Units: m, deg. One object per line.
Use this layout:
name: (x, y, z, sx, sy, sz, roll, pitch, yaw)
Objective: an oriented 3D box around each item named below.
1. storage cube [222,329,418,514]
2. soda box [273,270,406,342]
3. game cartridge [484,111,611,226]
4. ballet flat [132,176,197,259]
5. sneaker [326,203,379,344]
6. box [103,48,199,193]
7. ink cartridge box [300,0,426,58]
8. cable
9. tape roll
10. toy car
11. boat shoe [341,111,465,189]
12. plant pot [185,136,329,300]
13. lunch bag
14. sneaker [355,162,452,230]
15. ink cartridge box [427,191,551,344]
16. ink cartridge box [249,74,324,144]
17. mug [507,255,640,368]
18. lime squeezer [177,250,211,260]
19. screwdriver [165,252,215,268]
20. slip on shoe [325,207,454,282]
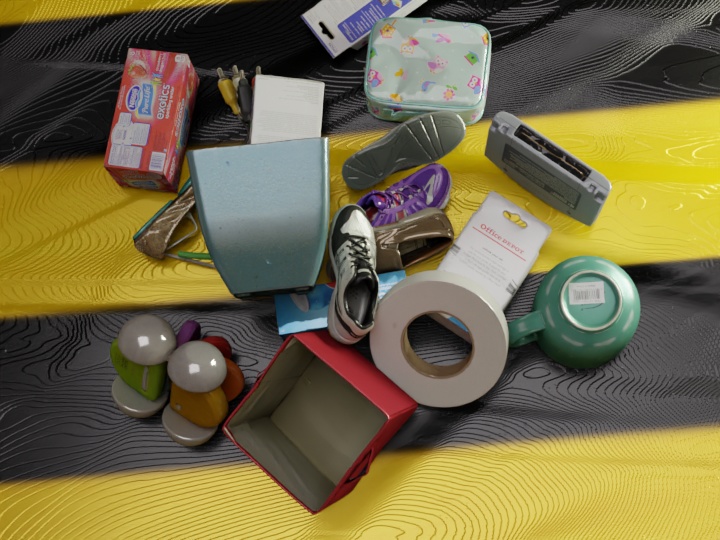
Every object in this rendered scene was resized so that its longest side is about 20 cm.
storage cube: (-0.050, 0.203, 1.573, 0.200, 0.180, 0.172, 39, 99, 12)
soda box: (-0.025, 0.054, 1.692, 0.198, 0.064, 0.069, -9, 74, 1)
game cartridge: (0.274, -0.147, 1.688, 0.199, 0.133, 0.042, 36, 80, 12)
ballet flat: (-0.266, -0.097, 1.758, 0.065, 0.070, 0.200, 43, 81, -13)
sneaker: (0.000, 0.000, 1.604, 0.075, 0.088, 0.202, 4, 77, -21)
box: (-0.322, -0.232, 1.774, 0.099, 0.096, 0.202, 7, 75, 5)
ink cartridge box: (0.010, -0.425, 1.835, 0.199, 0.037, 0.095, -36, 76, -8)
cable: (-0.168, -0.231, 1.804, 0.096, 0.050, 0.202, -7, 86, -15)
tape roll: (0.111, 0.098, 1.625, 0.201, 0.037, 0.205, 5, 114, 12)
toy car: (-0.260, 0.138, 1.653, 0.199, 0.176, 0.150, 26, 44, 11)
boat shoe: (0.064, -0.186, 1.742, 0.201, 0.065, 0.075, -28, 102, 4)
plant pot: (-0.133, -0.064, 1.617, 0.194, 0.196, 0.202, -5, 86, -3)
lunch bag: (0.100, -0.305, 1.774, 0.198, 0.077, 0.162, 5, 77, 6)
sneaker: (0.052, -0.096, 1.711, 0.199, 0.084, 0.081, -36, 62, -6)
ink cartridge box: (0.184, -0.001, 1.690, 0.115, 0.067, 0.201, 33, 80, 11)
ink cartridge box: (-0.118, -0.193, 1.758, 0.108, 0.050, 0.202, 5, 84, -9)
mug: (0.314, 0.068, 1.637, 0.152, 0.115, 0.185, 39, 81, 13)
lime squeezer: (-0.177, -0.038, 1.726, 0.198, 0.038, 0.071, -19, 58, -5)
screwdriver: (-0.229, -0.008, 1.743, 0.198, 0.029, 0.028, 15, 76, 7)
slip on shoe: (0.045, -0.026, 1.687, 0.198, 0.076, 0.061, -21, 43, -4)
